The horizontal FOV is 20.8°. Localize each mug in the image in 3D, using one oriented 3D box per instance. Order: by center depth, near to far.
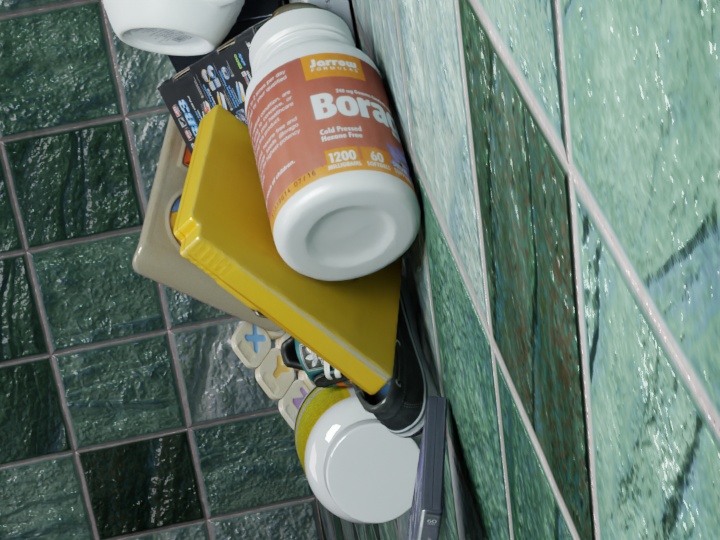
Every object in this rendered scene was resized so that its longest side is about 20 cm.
[{"bbox_3d":[-0.143,-0.288,1.715,0.199,0.147,0.177,-3,78,44],"label":"mug"}]

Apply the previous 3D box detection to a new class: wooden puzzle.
[{"bbox_3d":[-0.111,-0.065,1.856,0.046,0.184,0.202,-5,65,51],"label":"wooden puzzle"}]

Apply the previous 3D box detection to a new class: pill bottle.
[{"bbox_3d":[-0.027,-0.101,1.490,0.113,0.111,0.201,85,172,-52],"label":"pill bottle"},{"bbox_3d":[0.002,0.158,1.724,0.200,0.111,0.114,-133,32,-82],"label":"pill bottle"}]

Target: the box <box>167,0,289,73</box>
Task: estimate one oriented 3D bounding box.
[{"bbox_3d":[-0.123,-0.268,1.912,0.200,0.123,0.198,67,-164,-64],"label":"box"}]

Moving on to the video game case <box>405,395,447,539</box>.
[{"bbox_3d":[0.044,0.218,1.495,0.143,0.019,0.201,-83,1,-59],"label":"video game case"}]

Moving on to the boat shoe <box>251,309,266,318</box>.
[{"bbox_3d":[-0.058,0.011,1.611,0.200,0.071,0.068,-106,39,-66],"label":"boat shoe"}]

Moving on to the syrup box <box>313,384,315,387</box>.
[{"bbox_3d":[-0.003,0.119,1.888,0.079,0.081,0.202,91,167,-75],"label":"syrup box"}]

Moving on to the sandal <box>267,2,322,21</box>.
[{"bbox_3d":[-0.022,-0.124,1.614,0.055,0.081,0.202,-8,94,66],"label":"sandal"}]

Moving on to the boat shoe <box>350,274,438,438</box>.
[{"bbox_3d":[0.009,0.047,1.591,0.056,0.069,0.201,32,-155,-44],"label":"boat shoe"}]

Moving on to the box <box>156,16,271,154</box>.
[{"bbox_3d":[-0.080,-0.107,1.731,0.198,0.049,0.201,-20,97,60],"label":"box"}]

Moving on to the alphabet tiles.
[{"bbox_3d":[-0.054,0.060,1.959,0.201,0.015,0.196,54,-142,-15],"label":"alphabet tiles"}]

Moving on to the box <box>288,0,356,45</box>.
[{"bbox_3d":[-0.045,-0.274,1.730,0.200,0.041,0.157,-132,32,-79],"label":"box"}]

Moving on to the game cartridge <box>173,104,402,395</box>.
[{"bbox_3d":[-0.052,-0.018,1.507,0.199,0.032,0.177,36,-149,-19],"label":"game cartridge"}]

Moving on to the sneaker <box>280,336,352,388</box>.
[{"bbox_3d":[-0.010,0.072,1.700,0.200,0.079,0.072,168,90,-70],"label":"sneaker"}]
